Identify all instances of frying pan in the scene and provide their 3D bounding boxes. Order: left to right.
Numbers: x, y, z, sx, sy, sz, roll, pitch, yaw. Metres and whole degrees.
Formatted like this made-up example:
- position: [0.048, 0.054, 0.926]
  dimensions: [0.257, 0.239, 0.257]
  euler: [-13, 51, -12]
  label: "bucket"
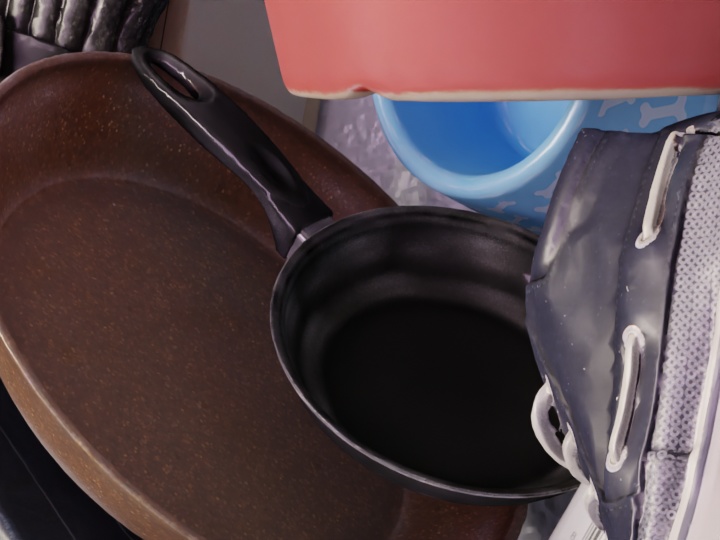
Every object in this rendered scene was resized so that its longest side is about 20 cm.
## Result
- position: [-0.005, 0.010, 0.856]
  dimensions: [0.190, 0.115, 0.031]
  euler: [24, 132, 8]
  label: "frying pan"

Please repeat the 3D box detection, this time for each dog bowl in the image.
- position: [0.045, -0.108, 0.921]
  dimensions: [0.111, 0.050, 0.200]
  euler: [-22, 70, 40]
  label: "dog bowl"

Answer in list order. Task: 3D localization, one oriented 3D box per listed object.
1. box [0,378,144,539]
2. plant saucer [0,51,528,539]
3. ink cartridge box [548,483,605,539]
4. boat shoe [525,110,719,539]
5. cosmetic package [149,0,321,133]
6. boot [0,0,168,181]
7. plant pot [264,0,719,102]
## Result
- position: [-0.042, 0.138, 0.872]
  dimensions: [0.124, 0.196, 0.200]
  euler: [-56, 52, 23]
  label: "box"
- position: [-0.039, 0.023, 0.867]
  dimensions: [0.037, 0.200, 0.201]
  euler: [-45, 57, 32]
  label: "plant saucer"
- position: [0.143, 0.069, 0.783]
  dimensions: [0.148, 0.086, 0.200]
  euler: [44, 113, 38]
  label: "ink cartridge box"
- position: [0.082, 0.054, 0.744]
  dimensions: [0.093, 0.075, 0.200]
  euler: [6, 81, 50]
  label: "boat shoe"
- position: [-0.069, -0.074, 1.008]
  dimensions: [0.103, 0.073, 0.200]
  euler: [14, 95, 43]
  label: "cosmetic package"
- position: [-0.146, -0.089, 0.972]
  dimensions: [0.211, 0.079, 0.158]
  euler: [23, 100, 39]
  label: "boot"
- position: [0.047, -0.136, 0.785]
  dimensions: [0.200, 0.200, 0.178]
  euler: [5, 99, 43]
  label: "plant pot"
